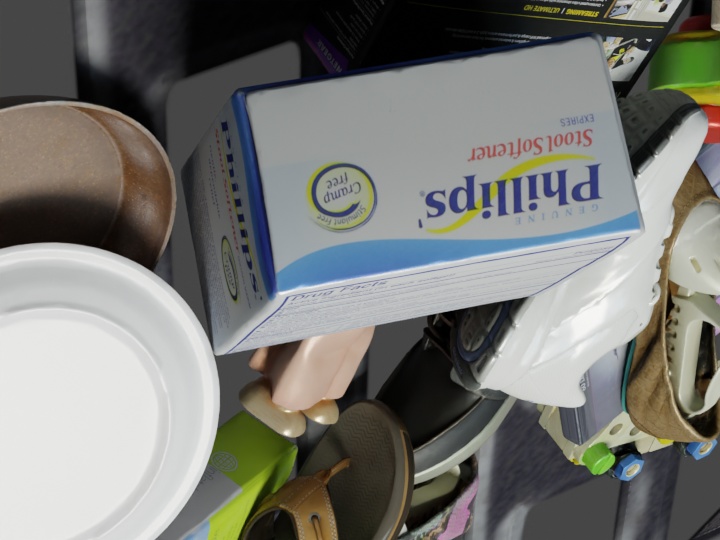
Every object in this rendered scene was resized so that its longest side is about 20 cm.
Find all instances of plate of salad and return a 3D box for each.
[{"bbox_3d":[-0.169,0.075,1.444,0.199,0.048,0.201,-8,115,-18],"label":"plate of salad"}]

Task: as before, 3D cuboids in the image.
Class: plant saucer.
[{"bbox_3d":[-0.188,-0.015,1.411,0.200,0.035,0.201,-22,143,-18],"label":"plant saucer"}]

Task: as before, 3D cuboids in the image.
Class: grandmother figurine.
[{"bbox_3d":[0.000,0.000,1.567,0.200,0.060,0.121,-60,165,26],"label":"grandmother figurine"}]

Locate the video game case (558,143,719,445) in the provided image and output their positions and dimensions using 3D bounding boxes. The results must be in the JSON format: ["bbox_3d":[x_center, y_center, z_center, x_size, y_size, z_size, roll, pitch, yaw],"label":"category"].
[{"bbox_3d":[0.183,-0.006,1.666,0.200,0.019,0.143,-37,135,-29],"label":"video game case"}]

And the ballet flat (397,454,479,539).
[{"bbox_3d":[0.017,0.145,1.705,0.200,0.069,0.071,-23,130,-61],"label":"ballet flat"}]

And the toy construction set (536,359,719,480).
[{"bbox_3d":[0.193,0.070,1.782,0.199,0.092,0.131,-2,133,-23],"label":"toy construction set"}]

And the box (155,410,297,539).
[{"bbox_3d":[-0.118,0.174,1.598,0.200,0.048,0.122,-36,154,-51],"label":"box"}]

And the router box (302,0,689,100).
[{"bbox_3d":[0.088,-0.156,1.460,0.199,0.051,0.149,1,132,-40],"label":"router box"}]

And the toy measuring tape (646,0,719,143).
[{"bbox_3d":[0.185,-0.115,1.553,0.073,0.074,0.200,-38,162,4],"label":"toy measuring tape"}]

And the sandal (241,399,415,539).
[{"bbox_3d":[-0.042,0.158,1.611,0.200,0.082,0.055,-49,141,-2],"label":"sandal"}]

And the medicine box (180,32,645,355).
[{"bbox_3d":[0.019,-0.034,1.398,0.181,0.103,0.200,-10,172,-13],"label":"medicine box"}]

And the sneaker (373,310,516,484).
[{"bbox_3d":[0.057,0.030,1.639,0.200,0.075,0.106,-46,141,-3],"label":"sneaker"}]

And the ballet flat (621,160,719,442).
[{"bbox_3d":[0.187,0.016,1.611,0.068,0.072,0.201,-28,130,-38],"label":"ballet flat"}]

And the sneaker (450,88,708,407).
[{"bbox_3d":[0.130,-0.011,1.544,0.087,0.075,0.200,23,113,-28],"label":"sneaker"}]
